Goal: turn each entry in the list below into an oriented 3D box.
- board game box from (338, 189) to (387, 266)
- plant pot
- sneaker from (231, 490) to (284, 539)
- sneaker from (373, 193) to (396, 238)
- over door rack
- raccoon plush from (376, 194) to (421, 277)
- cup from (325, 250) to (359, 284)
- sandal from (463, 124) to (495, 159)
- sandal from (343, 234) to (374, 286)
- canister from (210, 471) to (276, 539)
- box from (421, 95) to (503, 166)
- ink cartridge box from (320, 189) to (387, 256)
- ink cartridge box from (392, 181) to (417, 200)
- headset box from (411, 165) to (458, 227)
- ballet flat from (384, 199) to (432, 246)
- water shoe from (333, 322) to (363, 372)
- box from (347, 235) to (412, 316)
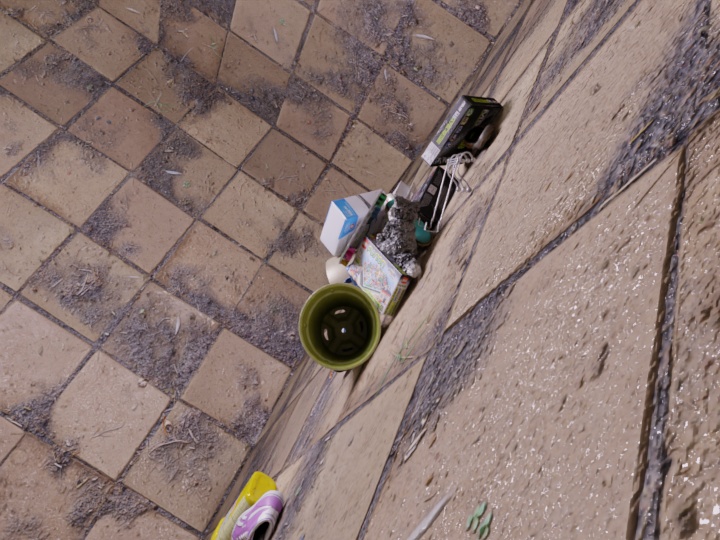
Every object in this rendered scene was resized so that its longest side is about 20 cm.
[{"bbox_3d":[0.005,-0.106,1.608,0.203,0.026,0.200,-59,1,-5],"label":"board game box"},{"bbox_3d":[-0.045,0.145,1.499,0.203,0.198,0.184,-58,-7,-6],"label":"plant pot"},{"bbox_3d":[-0.251,0.603,1.367,0.202,0.072,0.115,-57,7,23],"label":"sneaker"},{"bbox_3d":[0.077,-0.118,1.663,0.070,0.091,0.205,131,131,-68],"label":"sneaker"},{"bbox_3d":[0.213,-0.181,1.444,0.148,0.065,0.204,-97,33,-82],"label":"over door rack"},{"bbox_3d":[0.122,-0.088,1.435,0.200,0.095,0.136,44,120,44],"label":"raccoon plush"},{"bbox_3d":[0.009,0.020,1.781,0.141,0.202,0.201,-30,13,16],"label":"cup"},{"bbox_3d":[0.301,-0.344,1.576,0.083,0.054,0.200,-58,0,1],"label":"sandal"},{"bbox_3d":[0.000,0.000,1.633,0.080,0.085,0.205,-116,35,-64],"label":"sandal"},{"bbox_3d":[-0.310,0.656,1.594,0.202,0.086,0.149,-57,5,11],"label":"canister"},{"bbox_3d":[0.276,-0.375,1.627,0.191,0.048,0.201,-13,-35,-50],"label":"box"},{"bbox_3d":[-0.008,-0.145,1.787,0.197,0.086,0.148,-18,-35,-36],"label":"ink cartridge box"},{"bbox_3d":[0.130,-0.169,1.912,0.201,0.124,0.130,-55,6,43],"label":"ink cartridge box"},{"bbox_3d":[0.183,-0.180,1.694,0.151,0.074,0.200,-61,5,-21],"label":"headset box"},{"bbox_3d":[0.128,-0.111,1.569,0.067,0.201,0.064,-18,-44,-17],"label":"ballet flat"},{"bbox_3d":[-0.016,0.187,1.638,0.078,0.071,0.204,-11,51,59],"label":"water shoe"},{"bbox_3d":[0.043,0.010,1.469,0.200,0.034,0.112,48,119,50],"label":"box"}]
